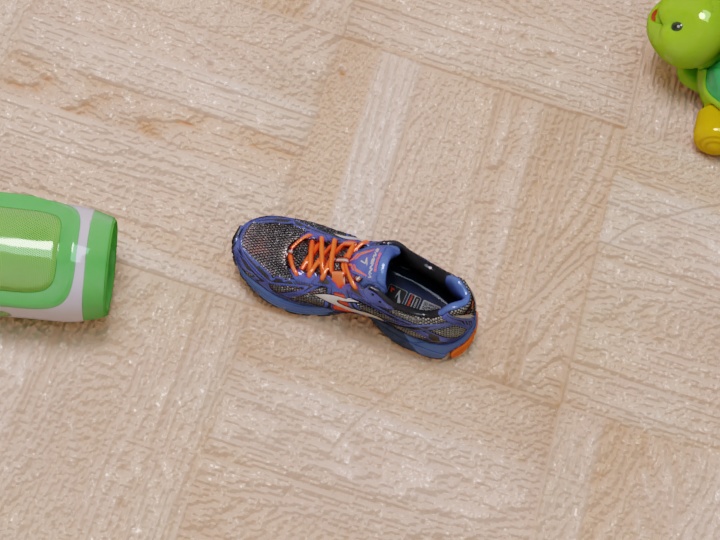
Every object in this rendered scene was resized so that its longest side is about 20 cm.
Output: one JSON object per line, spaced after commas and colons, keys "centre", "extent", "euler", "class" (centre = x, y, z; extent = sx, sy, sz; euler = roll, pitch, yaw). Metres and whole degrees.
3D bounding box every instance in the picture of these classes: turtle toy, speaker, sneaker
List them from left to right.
{"centre": [-0.278, -0.012, 1.012], "extent": [0.197, 0.089, 0.089], "euler": [6, 68, -6], "class": "speaker"}
{"centre": [0.000, 0.000, 1.050], "extent": [0.198, 0.079, 0.076], "euler": [17, 66, -2], "class": "sneaker"}
{"centre": [0.327, -0.171, 1.152], "extent": [0.198, 0.101, 0.147], "euler": [17, 67, -1], "class": "turtle toy"}
